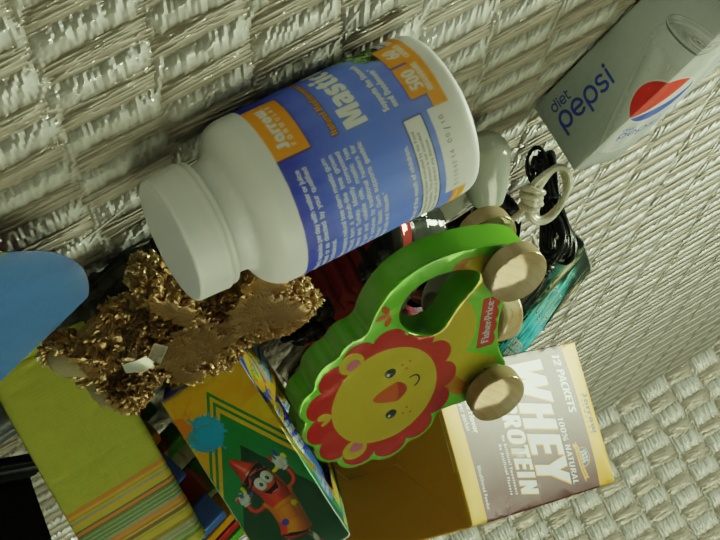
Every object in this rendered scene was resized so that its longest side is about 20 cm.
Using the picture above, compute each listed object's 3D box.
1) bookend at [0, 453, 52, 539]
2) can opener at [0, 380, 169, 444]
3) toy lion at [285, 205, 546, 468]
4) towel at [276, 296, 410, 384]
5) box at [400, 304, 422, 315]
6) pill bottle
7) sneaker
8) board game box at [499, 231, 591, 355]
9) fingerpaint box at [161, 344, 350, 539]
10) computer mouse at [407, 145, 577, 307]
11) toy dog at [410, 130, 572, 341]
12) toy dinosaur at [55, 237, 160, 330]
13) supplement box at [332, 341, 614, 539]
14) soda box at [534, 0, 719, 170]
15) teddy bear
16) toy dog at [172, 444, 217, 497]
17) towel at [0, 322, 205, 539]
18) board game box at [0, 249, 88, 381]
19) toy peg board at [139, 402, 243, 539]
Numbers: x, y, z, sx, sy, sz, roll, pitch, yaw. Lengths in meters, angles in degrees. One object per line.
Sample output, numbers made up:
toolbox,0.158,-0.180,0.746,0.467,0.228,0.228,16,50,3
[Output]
bookend,-0.322,0.277,1.340,0.198,0.201,0.092,-26,169,26
can opener,-0.229,0.094,1.274,0.199,0.067,0.053,-28,167,6
toy lion,0.035,0.061,1.282,0.190,0.069,0.201,-14,133,-22
towel,0.006,0.029,1.458,0.201,0.034,0.133,-54,165,-2
box,0.038,0.063,1.632,0.102,0.095,0.200,-37,164,22
pill bottle,-0.034,-0.061,1.062,0.199,0.113,0.112,-27,164,-19
sneaker,0.000,0.000,1.338,0.097,0.071,0.200,-15,163,-40
board game box,0.164,0.031,1.579,0.136,0.028,0.200,-51,169,1
fingerpaint box,-0.084,0.134,1.350,0.073,0.168,0.200,-32,-171,1
computer mouse,0.120,-0.004,1.496,0.046,0.141,0.200,27,127,-35
toy dog,0.081,-0.021,1.394,0.131,0.096,0.201,10,103,-45
toy dinosaur,-0.178,0.028,1.192,0.199,0.048,0.088,-33,150,6
supplement box,0.079,0.163,1.502,0.199,0.134,0.197,-7,168,-46
soda box,0.231,-0.166,1.337,0.063,0.069,0.200,-16,159,-44
teddy bear,-0.125,0.033,1.151,0.200,0.067,0.145,-37,134,27
toy dog,-0.115,0.191,1.574,0.199,0.195,0.140,-22,152,-9
towel,-0.196,0.138,1.250,0.086,0.201,0.018,-30,-164,-13
board game box,-0.270,0.037,1.058,0.200,0.039,0.158,-42,157,19
toy peg board,-0.173,0.171,1.404,0.098,0.200,0.199,-46,168,-14
